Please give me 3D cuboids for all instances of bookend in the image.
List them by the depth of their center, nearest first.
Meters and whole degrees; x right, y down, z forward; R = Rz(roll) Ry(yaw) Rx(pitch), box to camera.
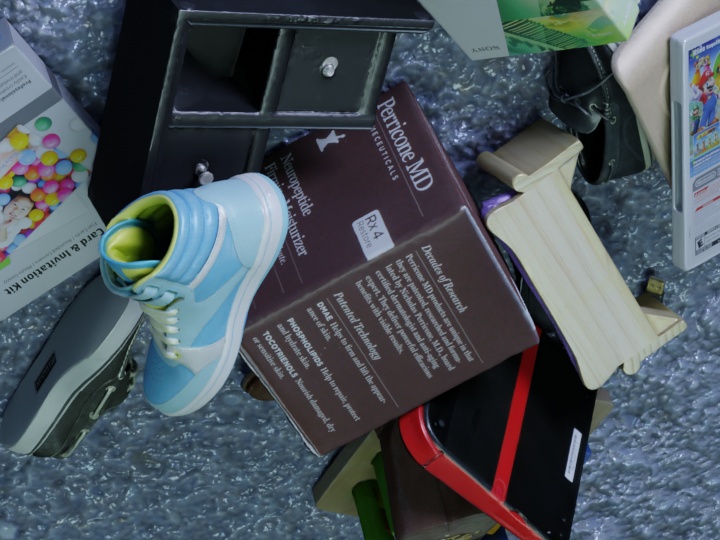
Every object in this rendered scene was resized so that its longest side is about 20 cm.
[{"bbox_3d":[-0.075,-0.116,1.619,0.198,0.092,0.201,0,123,-28],"label":"bookend"}]

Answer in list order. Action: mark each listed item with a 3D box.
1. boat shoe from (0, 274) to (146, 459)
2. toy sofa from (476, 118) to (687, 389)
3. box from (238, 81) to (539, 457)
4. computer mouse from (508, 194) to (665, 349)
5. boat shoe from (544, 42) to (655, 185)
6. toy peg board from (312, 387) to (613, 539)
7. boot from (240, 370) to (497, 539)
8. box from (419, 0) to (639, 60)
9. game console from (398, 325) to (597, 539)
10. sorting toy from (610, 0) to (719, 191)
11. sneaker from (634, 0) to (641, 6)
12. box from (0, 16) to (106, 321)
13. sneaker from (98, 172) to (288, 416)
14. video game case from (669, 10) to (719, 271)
[{"bbox_3d":[-0.212,0.075,1.780,0.063,0.071,0.200,19,128,-30],"label":"boat shoe"},{"bbox_3d":[0.163,-0.011,1.778,0.097,0.083,0.200,-36,113,-4],"label":"toy sofa"},{"bbox_3d":[0.000,0.000,1.720,0.199,0.166,0.164,-29,132,5],"label":"box"},{"bbox_3d":[0.193,0.018,1.883,0.140,0.046,0.201,-10,131,-9],"label":"computer mouse"},{"bbox_3d":[0.177,-0.138,1.728,0.062,0.075,0.200,-32,138,-7],"label":"boat shoe"},{"bbox_3d":[0.096,0.184,1.941,0.198,0.098,0.200,14,130,-28],"label":"toy peg board"},{"bbox_3d":[0.011,0.145,1.815,0.186,0.201,0.064,-19,160,7],"label":"boot"},{"bbox_3d":[0.088,-0.225,1.595,0.144,0.036,0.200,-3,147,40],"label":"box"},{"bbox_3d":[0.113,0.112,1.806,0.177,0.200,0.031,41,131,-22],"label":"game console"},{"bbox_3d":[0.279,-0.159,1.733,0.185,0.036,0.200,-49,136,-12],"label":"sorting toy"},{"bbox_3d":[0.143,-0.263,1.616,0.085,0.077,0.200,-26,123,2],"label":"sneaker"},{"bbox_3d":[-0.263,-0.070,1.654,0.156,0.041,0.200,-32,133,7],"label":"box"},{"bbox_3d":[-0.141,0.019,1.573,0.130,0.080,0.201,-4,126,-44],"label":"sneaker"},{"bbox_3d":[0.293,-0.113,1.731,0.143,0.018,0.201,-27,128,-30],"label":"video game case"}]
